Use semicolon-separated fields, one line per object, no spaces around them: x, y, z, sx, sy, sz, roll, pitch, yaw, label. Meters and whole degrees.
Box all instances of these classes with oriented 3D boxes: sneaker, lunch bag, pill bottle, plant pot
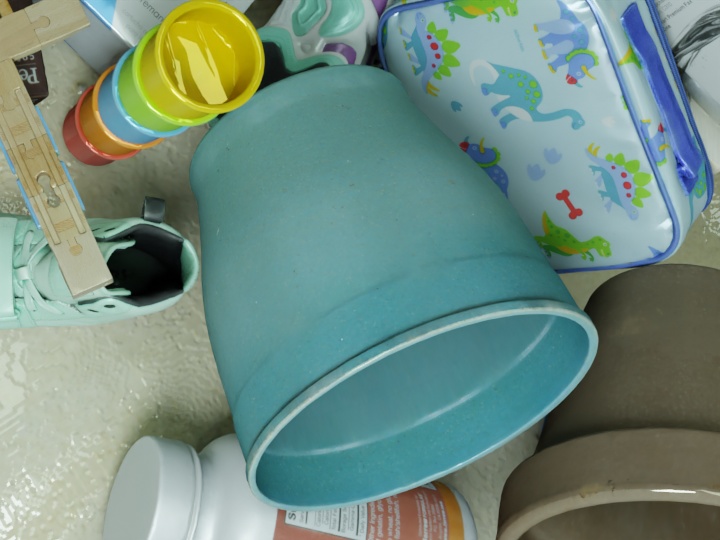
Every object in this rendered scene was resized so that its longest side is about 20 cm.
-0.188;-0.006;1.073;0.200;0.118;0.074;-2;86;-25;sneaker
0.114;-0.095;1.150;0.082;0.160;0.201;-50;123;-44;lunch bag
-0.042;0.159;1.129;0.199;0.112;0.113;16;77;-23;pill bottle
-0.012;-0.128;1.189;0.078;0.140;0.201;29;89;23;sneaker
0.000;0.000;1.060;0.199;0.200;0.189;-10;61;-27;plant pot
0.183;0.095;1.128;0.200;0.200;0.175;22;57;-22;plant pot

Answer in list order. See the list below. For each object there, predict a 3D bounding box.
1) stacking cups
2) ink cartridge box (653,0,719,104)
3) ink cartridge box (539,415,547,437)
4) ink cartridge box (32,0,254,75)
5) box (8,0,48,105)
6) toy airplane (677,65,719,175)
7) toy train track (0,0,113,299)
-0.113;-0.095;1.075;0.060;0.200;0.061;4;81;-22;stacking cups
0.238;-0.185;1.151;0.200;0.084;0.146;42;65;-8;ink cartridge box
0.180;0.177;1.251;0.146;0.086;0.201;22;75;-22;ink cartridge box
-0.103;-0.210;1.169;0.116;0.068;0.200;44;67;-15;ink cartridge box
-0.247;-0.183;1.092;0.100;0.075;0.201;-11;90;-28;box
0.231;-0.163;1.249;0.199;0.141;0.201;-13;89;-62;toy airplane
-0.183;-0.077;1.042;0.114;0.033;0.201;-24;80;-10;toy train track
